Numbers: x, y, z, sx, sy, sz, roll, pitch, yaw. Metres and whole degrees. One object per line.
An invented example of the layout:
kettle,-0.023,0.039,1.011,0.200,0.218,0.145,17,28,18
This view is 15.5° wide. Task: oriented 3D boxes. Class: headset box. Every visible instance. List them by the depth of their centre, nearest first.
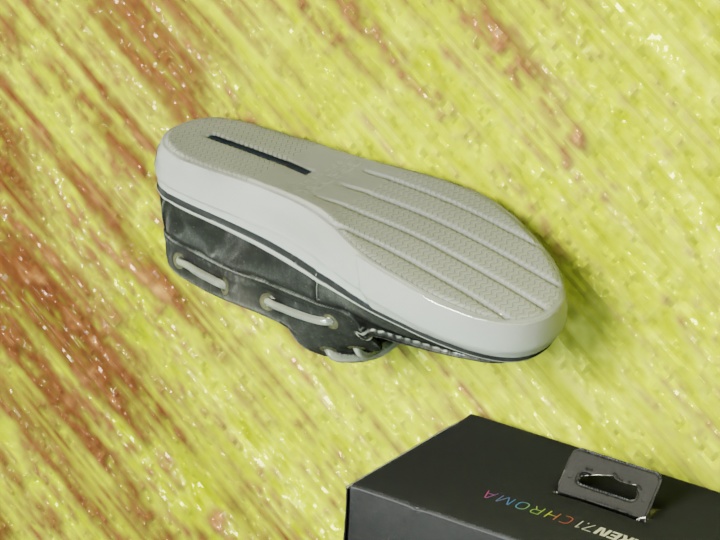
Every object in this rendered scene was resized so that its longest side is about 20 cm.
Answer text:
headset box,0.084,0.168,1.013,0.174,0.093,0.200,15,114,31

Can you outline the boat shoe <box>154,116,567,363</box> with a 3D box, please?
boat shoe,0.000,0.000,1.040,0.200,0.072,0.071,27,129,37
